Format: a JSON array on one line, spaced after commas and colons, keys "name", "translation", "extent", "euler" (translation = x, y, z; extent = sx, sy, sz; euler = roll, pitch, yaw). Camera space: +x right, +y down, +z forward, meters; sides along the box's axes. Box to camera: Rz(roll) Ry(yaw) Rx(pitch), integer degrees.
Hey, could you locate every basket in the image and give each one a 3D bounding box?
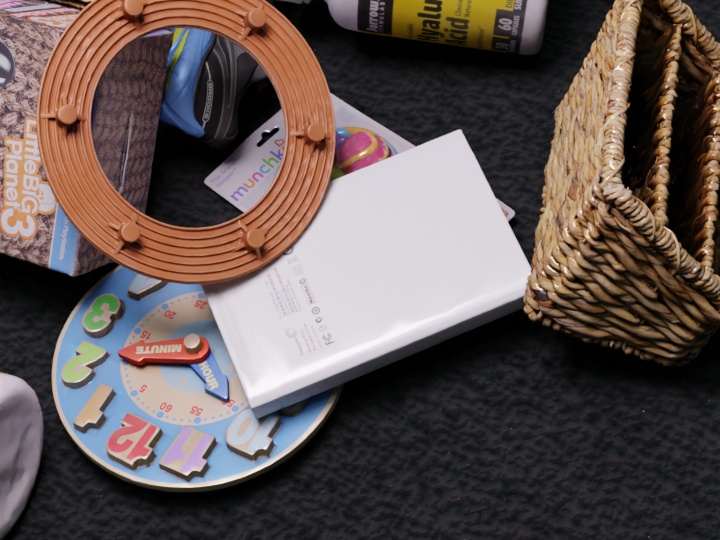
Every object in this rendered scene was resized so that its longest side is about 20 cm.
[{"name": "basket", "translation": [0.199, -0.061, 1.191], "extent": [0.142, 0.149, 0.201], "euler": [18, 51, -5]}]

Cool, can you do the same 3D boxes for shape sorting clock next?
[{"name": "shape sorting clock", "translation": [-0.107, 0.056, 1.256], "extent": [0.199, 0.039, 0.201], "euler": [-4, 57, 7]}]

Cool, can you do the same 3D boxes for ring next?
[{"name": "ring", "translation": [-0.107, -0.092, 1.211], "extent": [0.199, 0.019, 0.202], "euler": [2, 83, -20]}]

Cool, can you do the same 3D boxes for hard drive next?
[{"name": "hard drive", "translation": [0.000, 0.000, 1.237], "extent": [0.199, 0.027, 0.132], "euler": [-22, 63, -5]}]

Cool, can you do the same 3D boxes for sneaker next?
[{"name": "sneaker", "translation": [-0.092, -0.162, 1.385], "extent": [0.071, 0.083, 0.200], "euler": [-30, 28, 40]}]

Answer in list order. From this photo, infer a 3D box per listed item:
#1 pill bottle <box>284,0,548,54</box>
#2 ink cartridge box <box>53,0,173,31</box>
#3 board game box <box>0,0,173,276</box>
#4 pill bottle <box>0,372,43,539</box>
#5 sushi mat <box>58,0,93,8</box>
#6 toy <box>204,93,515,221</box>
[{"name": "pill bottle", "translation": [0.038, -0.221, 1.353], "extent": [0.199, 0.112, 0.112], "euler": [8, 58, 4]}, {"name": "ink cartridge box", "translation": [-0.203, -0.198, 1.422], "extent": [0.115, 0.067, 0.201], "euler": [19, 62, 19]}, {"name": "board game box", "translation": [-0.246, -0.104, 1.301], "extent": [0.199, 0.160, 0.097], "euler": [16, 16, 19]}, {"name": "pill bottle", "translation": [-0.314, 0.102, 1.215], "extent": [0.199, 0.117, 0.117], "euler": [14, 60, 17]}, {"name": "sushi mat", "translation": [-0.180, -0.246, 1.370], "extent": [0.095, 0.012, 0.200], "euler": [13, 41, 15]}, {"name": "toy", "translation": [-0.005, -0.061, 1.311], "extent": [0.200, 0.047, 0.115], "euler": [36, 68, 27]}]
